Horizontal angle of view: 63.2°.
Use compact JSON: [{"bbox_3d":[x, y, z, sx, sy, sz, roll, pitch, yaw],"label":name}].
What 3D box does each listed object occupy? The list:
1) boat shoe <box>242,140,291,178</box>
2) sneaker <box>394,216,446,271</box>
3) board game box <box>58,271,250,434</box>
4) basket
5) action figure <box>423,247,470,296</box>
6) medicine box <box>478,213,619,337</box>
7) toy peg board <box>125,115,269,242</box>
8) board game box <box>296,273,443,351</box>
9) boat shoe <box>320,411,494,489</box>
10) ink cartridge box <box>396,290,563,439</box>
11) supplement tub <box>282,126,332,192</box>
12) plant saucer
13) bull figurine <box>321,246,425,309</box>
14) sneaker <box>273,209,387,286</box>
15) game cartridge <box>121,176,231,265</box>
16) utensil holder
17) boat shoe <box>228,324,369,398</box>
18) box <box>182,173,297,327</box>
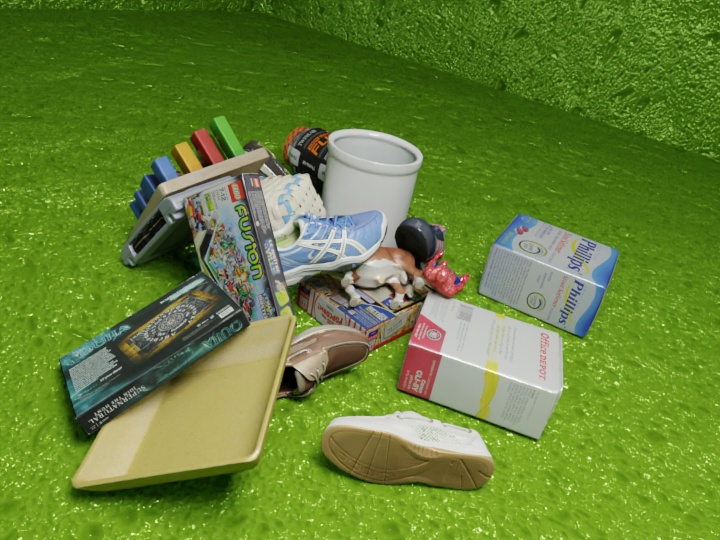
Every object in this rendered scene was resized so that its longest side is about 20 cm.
[{"bbox_3d":[-0.143,-0.149,1.066,0.202,0.071,0.061,48,47,-18],"label":"boat shoe"},{"bbox_3d":[0.104,-0.054,0.946,0.070,0.200,0.082,38,80,14],"label":"sneaker"},{"bbox_3d":[-0.238,0.083,0.672,0.199,0.028,0.135,-34,34,-19],"label":"board game box"},{"bbox_3d":[-0.168,-0.073,0.975,0.197,0.141,0.177,-9,29,19],"label":"basket"},{"bbox_3d":[0.132,0.007,0.894,0.065,0.052,0.200,41,11,8],"label":"action figure"},{"bbox_3d":[0.340,0.001,1.053,0.198,0.104,0.182,23,32,20],"label":"medicine box"},{"bbox_3d":[-0.283,-0.147,0.939,0.198,0.199,0.099,-32,88,-41],"label":"toy peg board"},{"bbox_3d":[0.022,0.043,0.921,0.198,0.047,0.151,-19,42,-42],"label":"board game box"},{"bbox_3d":[0.050,0.194,0.659,0.197,0.072,0.070,15,27,-12],"label":"boat shoe"},{"bbox_3d":[0.165,0.124,0.799,0.197,0.085,0.145,18,29,11],"label":"ink cartridge box"},{"bbox_3d":[-0.073,-0.236,1.282,0.199,0.124,0.122,32,35,32],"label":"supplement tub"},{"bbox_3d":[-0.165,0.143,0.612,0.196,0.049,0.201,-13,33,14],"label":"plant saucer"},{"bbox_3d":[0.000,0.000,0.874,0.196,0.066,0.122,-2,36,-18],"label":"bull figurine"},{"bbox_3d":[-0.051,-0.042,0.802,0.197,0.078,0.076,-23,43,-15],"label":"sneaker"},{"bbox_3d":[-0.269,-0.074,0.884,0.132,0.199,0.041,-27,87,-47],"label":"game cartridge"},{"bbox_3d":[0.011,-0.127,1.050,0.167,0.203,0.171,8,30,-5],"label":"utensil holder"},{"bbox_3d":[-0.076,0.124,0.729,0.197,0.077,0.072,-12,40,-20],"label":"boat shoe"},{"bbox_3d":[-0.157,-0.012,0.757,0.109,0.204,0.035,-15,1,30],"label":"box"}]
